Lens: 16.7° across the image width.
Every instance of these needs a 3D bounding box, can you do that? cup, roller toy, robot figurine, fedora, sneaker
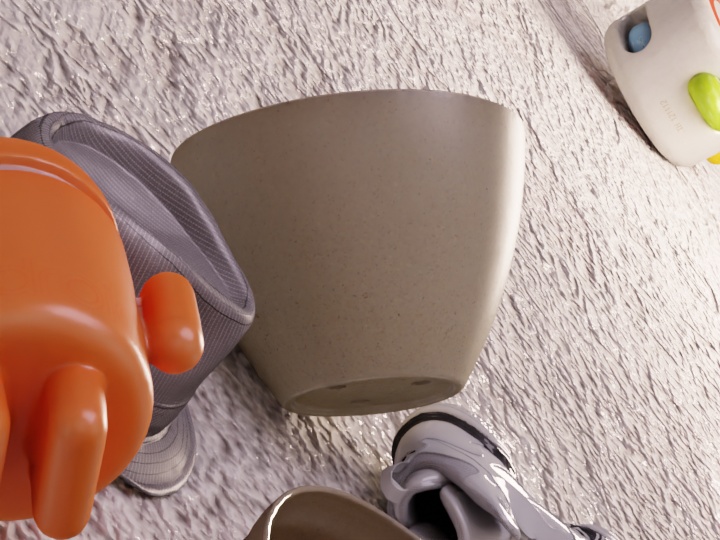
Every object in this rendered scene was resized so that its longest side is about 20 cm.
[{"bbox_3d":[0.000,0.000,1.345,0.200,0.199,0.144,19,61,-58],"label":"cup"},{"bbox_3d":[0.357,-0.213,2.691,0.183,0.139,0.200,66,19,14],"label":"roller toy"},{"bbox_3d":[-0.147,0.023,1.013,0.117,0.143,0.200,56,9,-39],"label":"robot figurine"},{"bbox_3d":[-0.119,0.000,1.168,0.200,0.090,0.177,48,18,-5],"label":"fedora"},{"bbox_3d":[0.086,0.165,1.364,0.200,0.075,0.115,45,18,2],"label":"sneaker"}]

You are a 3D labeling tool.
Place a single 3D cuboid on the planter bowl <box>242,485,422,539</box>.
[{"bbox_3d":[-0.013,0.203,0.936,0.200,0.135,0.201,43,19,-19],"label":"planter bowl"}]
